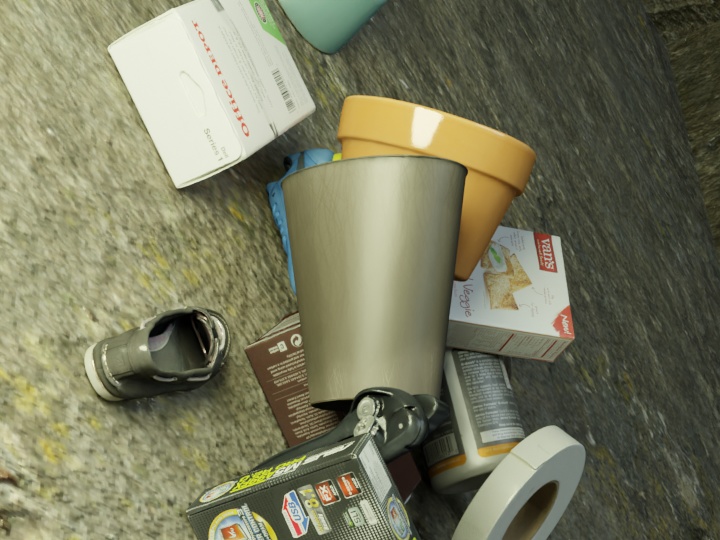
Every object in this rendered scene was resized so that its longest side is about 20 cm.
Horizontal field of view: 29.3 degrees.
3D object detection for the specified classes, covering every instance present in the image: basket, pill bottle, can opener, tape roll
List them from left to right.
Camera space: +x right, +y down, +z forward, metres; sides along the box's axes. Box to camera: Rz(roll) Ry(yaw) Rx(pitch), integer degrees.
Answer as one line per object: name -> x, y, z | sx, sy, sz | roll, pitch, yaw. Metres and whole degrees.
can opener -> -0.019, 0.155, 1.126 | 0.078, 0.199, 0.064 | 35, 34, -39
basket -> 0.011, 0.017, 1.196 | 0.136, 0.179, 0.202 | 16, 71, -53
pill bottle -> 0.110, 0.136, 1.523 | 0.116, 0.116, 0.202 | 20, 52, -60
tape roll -> 0.167, 0.258, 1.471 | 0.037, 0.204, 0.202 | 34, 8, 28

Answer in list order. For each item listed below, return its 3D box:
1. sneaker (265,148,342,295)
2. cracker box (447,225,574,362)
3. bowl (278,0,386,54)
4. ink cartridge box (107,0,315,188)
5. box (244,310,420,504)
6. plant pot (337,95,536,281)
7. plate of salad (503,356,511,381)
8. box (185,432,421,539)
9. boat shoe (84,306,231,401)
sneaker -> -0.061, -0.046, 1.380 | 0.066, 0.078, 0.201 | 88, 8, -46
cracker box -> 0.127, 0.016, 1.493 | 0.198, 0.058, 0.135 | 9, 55, -19
bowl -> -0.031, -0.375, 1.661 | 0.201, 0.104, 0.202 | 47, 32, -42
ink cartridge box -> -0.135, -0.179, 1.295 | 0.147, 0.084, 0.200 | 64, 24, -10
box -> -0.023, 0.136, 1.292 | 0.202, 0.074, 0.100 | 65, 24, -5
plant pot -> 0.059, -0.075, 1.360 | 0.200, 0.199, 0.141 | 22, 85, -59
plate of salad -> 0.140, 0.045, 1.636 | 0.200, 0.048, 0.202 | 161, -90, -75
box -> -0.024, 0.245, 1.088 | 0.202, 0.159, 0.044 | 65, 22, -9
boat shoe -> -0.143, 0.064, 1.108 | 0.200, 0.057, 0.067 | -16, 85, -67
